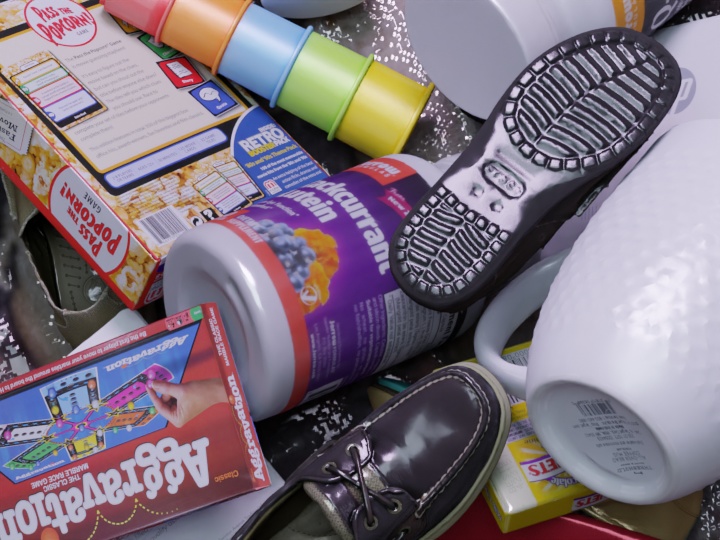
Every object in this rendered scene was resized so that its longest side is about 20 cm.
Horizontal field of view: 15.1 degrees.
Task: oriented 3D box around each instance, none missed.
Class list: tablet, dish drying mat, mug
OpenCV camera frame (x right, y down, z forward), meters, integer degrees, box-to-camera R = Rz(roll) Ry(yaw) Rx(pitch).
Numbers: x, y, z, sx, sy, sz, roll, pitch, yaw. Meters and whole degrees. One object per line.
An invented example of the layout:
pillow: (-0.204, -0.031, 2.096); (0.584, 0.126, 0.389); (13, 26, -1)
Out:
tablet: (0.181, -0.080, 1.540); (0.199, 0.014, 0.131); (-10, 69, 39)
dish drying mat: (0.081, 0.151, 1.506); (0.199, 0.077, 0.018); (17, 41, 14)
mug: (0.150, 0.029, 1.438); (0.199, 0.148, 0.175); (6, 44, 42)

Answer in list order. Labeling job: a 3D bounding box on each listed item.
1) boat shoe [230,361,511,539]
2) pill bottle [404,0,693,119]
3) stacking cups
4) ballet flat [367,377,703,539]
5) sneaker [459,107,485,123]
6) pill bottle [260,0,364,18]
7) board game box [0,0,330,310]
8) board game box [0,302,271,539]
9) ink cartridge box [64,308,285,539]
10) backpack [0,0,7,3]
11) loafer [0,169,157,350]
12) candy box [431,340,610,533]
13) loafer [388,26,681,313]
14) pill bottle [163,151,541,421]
boat shoe: (-0.003, 0.126, 1.427); (0.200, 0.065, 0.073); (-47, 72, 14)
pill bottle: (0.125, -0.175, 1.543); (0.116, 0.117, 0.200); (39, 57, 18)
stacking cups: (-0.055, -0.131, 1.598); (0.199, 0.061, 0.061); (29, 78, 2)
ballet flat: (0.090, 0.116, 1.518); (0.199, 0.069, 0.063); (17, 93, 16)
sneaker: (0.072, -0.184, 1.616); (0.081, 0.074, 0.201); (-9, 72, 2)
pill bottle: (-0.044, -0.257, 1.635); (0.112, 0.112, 0.201); (-14, 70, 4)
board game box: (-0.136, -0.083, 1.581); (0.151, 0.046, 0.200); (-25, 64, -43)
board game box: (-0.145, 0.097, 1.484); (0.199, 0.019, 0.103); (-21, 84, 30)
ink cartridge box: (-0.105, 0.133, 1.538); (0.116, 0.067, 0.200); (-39, 71, -4)
backpack: (-0.211, -0.257, 1.638); (0.200, 0.153, 0.176); (-31, 63, 1)
loafer: (-0.170, -0.042, 1.606); (0.076, 0.067, 0.201); (-23, 70, 1)
candy box: (0.148, 0.072, 1.497); (0.199, 0.026, 0.102); (-15, 56, -17)
loafer: (0.090, -0.053, 1.461); (0.200, 0.071, 0.073); (-41, 76, -12)
pill bottle: (0.000, 0.000, 1.513); (0.199, 0.112, 0.112); (-22, 67, -31)
